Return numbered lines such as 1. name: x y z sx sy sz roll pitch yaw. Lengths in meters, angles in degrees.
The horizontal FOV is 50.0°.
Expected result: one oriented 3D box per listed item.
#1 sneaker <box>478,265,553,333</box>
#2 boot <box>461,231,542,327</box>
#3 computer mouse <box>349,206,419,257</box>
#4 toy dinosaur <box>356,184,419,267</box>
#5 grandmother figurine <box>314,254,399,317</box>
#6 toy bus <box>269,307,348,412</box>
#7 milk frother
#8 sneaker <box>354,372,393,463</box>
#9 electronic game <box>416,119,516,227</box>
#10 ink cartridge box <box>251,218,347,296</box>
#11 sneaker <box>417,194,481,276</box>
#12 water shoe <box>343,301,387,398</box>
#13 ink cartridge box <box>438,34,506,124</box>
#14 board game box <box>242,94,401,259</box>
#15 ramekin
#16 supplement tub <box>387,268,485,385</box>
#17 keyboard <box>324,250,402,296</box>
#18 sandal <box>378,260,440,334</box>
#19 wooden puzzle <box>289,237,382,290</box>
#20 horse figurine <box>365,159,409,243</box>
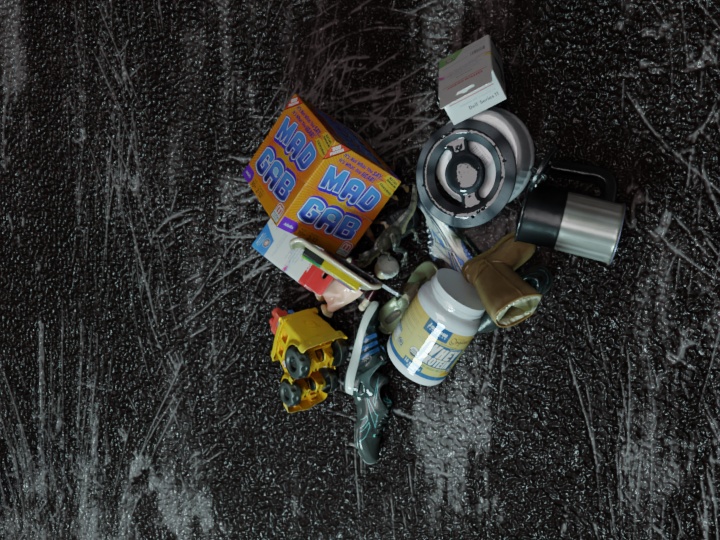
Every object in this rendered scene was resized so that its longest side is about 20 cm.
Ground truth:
1. sneaker: 0.292 0.058 1.542 0.199 0.079 0.076 -41 82 23
2. boot: 0.294 0.015 1.457 0.173 0.201 0.067 -32 116 1
3. computer mouse: 0.046 -0.080 1.660 0.197 0.034 0.060 -26 90 30
4. toy dinosaur: 0.078 -0.068 1.574 0.088 0.047 0.201 38 89 -29
5. grandmother figurine: -0.005 0.023 1.677 0.197 0.061 0.123 -26 94 20
6. toy bus: -0.140 0.181 1.712 0.192 0.134 0.203 43 131 33
7. milk frother: 0.389 -0.121 1.406 0.183 0.200 0.185 14 93 11
8. sneaker: 0.029 0.320 1.676 0.077 0.075 0.206 -2 95 20
9. electronic game: 0.199 -0.184 1.467 0.195 0.041 0.206 0 90 22
10. ink cartridge box: -0.126 -0.038 1.693 0.198 0.067 0.117 36 86 15
11. sneaker: 0.165 -0.064 1.585 0.085 0.077 0.202 -39 80 26
12. water shoe: 0.023 0.170 1.643 0.077 0.072 0.205 16 82 3
13. ink cartridge box: 0.211 -0.354 1.464 0.115 0.202 0.068 -23 123 24
14. board game box: -0.081 -0.187 1.560 0.201 0.198 0.201 -52 45 15
15. ramekin: 0.238 -0.223 1.522 0.195 0.097 0.206 3 97 23
16. supplement tub: 0.155 0.113 1.555 0.144 0.144 0.202 38 119 14
17. keyboard: 0.000 0.000 1.603 0.197 0.056 0.011 31 86 12
18. sandal: 0.102 0.065 1.632 0.080 0.057 0.202 48 113 16
19. wooden puzzle: -0.055 -0.004 1.545 0.197 0.185 0.038 29 86 -3
20. horse figurine: 0.024 -0.136 1.630 0.131 0.050 0.205 19 89 35
